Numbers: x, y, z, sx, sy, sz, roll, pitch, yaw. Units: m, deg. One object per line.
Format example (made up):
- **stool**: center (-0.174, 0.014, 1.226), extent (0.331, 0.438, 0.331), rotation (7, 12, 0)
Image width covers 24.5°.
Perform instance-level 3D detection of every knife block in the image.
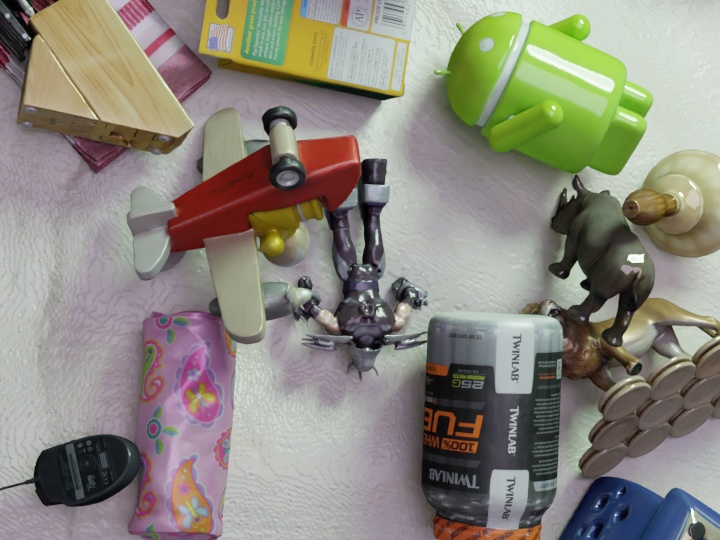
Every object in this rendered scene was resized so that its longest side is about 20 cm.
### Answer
- **knife block**: center (-0.235, -0.206, 1.441), extent (0.199, 0.064, 0.177), rotation (11, 77, -14)

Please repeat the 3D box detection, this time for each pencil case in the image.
- **pencil case**: center (-0.153, 0.132, 1.426), extent (0.087, 0.087, 0.201), rotation (5, 79, -16)

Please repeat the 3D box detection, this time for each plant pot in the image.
- **plant pot**: center (0.276, 0.311, 1.472), extent (0.200, 0.180, 0.200), rotation (35, 73, -9)

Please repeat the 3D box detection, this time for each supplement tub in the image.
- **supplement tub**: center (0.116, 0.139, 1.473), extent (0.122, 0.122, 0.201), rotation (2, 90, -16)

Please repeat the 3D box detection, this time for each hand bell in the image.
- **hand bell**: center (0.275, -0.061, 1.514), extent (0.104, 0.200, 0.105), rotation (1, 93, 27)

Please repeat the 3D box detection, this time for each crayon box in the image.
- **crayon box**: center (-0.051, -0.236, 1.512), extent (0.199, 0.052, 0.126), rotation (9, 88, -22)

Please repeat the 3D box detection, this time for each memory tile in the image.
- **memory tile**: center (0.294, 0.116, 1.533), extent (0.199, 0.154, 0.017), rotation (-21, 57, -19)

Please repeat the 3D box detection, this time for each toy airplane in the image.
- **toy airplane**: center (-0.102, -0.041, 1.433), extent (0.141, 0.199, 0.201), rotation (43, 72, -45)

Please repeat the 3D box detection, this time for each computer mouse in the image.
- **computer mouse**: center (-0.280, 0.184, 1.390), extent (0.199, 0.034, 0.059), rotation (-14, 64, -1)

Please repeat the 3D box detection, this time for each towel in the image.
- **towel**: center (-0.248, -0.206, 1.482), extent (0.144, 0.023, 0.200), rotation (-44, 95, -19)

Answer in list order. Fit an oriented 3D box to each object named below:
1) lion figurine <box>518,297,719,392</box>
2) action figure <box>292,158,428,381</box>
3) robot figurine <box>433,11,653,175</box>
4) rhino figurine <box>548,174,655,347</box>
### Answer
- **lion figurine**: center (0.249, 0.063, 1.561), extent (0.199, 0.122, 0.073), rotation (-8, 125, -33)
- **action figure**: center (0.000, 0.000, 1.502), extent (0.129, 0.069, 0.201), rotation (0, 85, -24)
- **robot figurine**: center (0.168, -0.165, 1.544), extent (0.199, 0.116, 0.176), rotation (25, 45, -2)
- **rhino figurine**: center (0.216, -0.023, 1.522), extent (0.060, 0.200, 0.088), rotation (18, 118, -21)
